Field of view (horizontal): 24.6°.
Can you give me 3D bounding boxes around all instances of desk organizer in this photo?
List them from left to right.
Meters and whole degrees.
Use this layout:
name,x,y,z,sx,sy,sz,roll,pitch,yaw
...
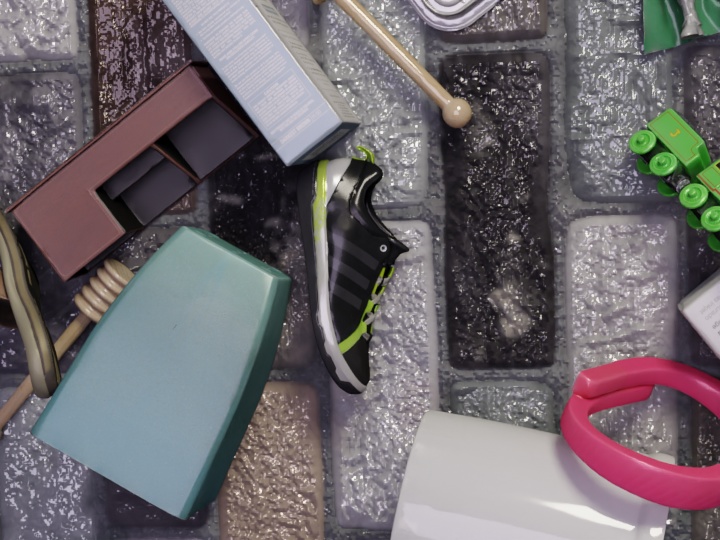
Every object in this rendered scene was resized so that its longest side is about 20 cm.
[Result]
name,x,y,z,sx,sy,sz,roll,pitch,yaw
desk organizer,-0.187,-0.082,1.369,0.200,0.072,0.077,-38,91,9

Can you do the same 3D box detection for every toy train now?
name,x,y,z,sx,sy,sz,roll,pitch,yaw
toy train,0.277,-0.053,1.269,0.056,0.042,0.200,-35,51,-1

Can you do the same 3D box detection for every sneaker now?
name,x,y,z,sx,sy,sz,roll,pitch,yaw
sneaker,0.000,0.000,1.348,0.082,0.072,0.201,-8,93,7

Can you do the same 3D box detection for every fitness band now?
name,x,y,z,sx,sy,sz,roll,pitch,yaw
fitness band,0.238,0.124,1.265,0.143,0.199,0.038,40,120,32

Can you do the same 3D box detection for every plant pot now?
name,x,y,z,sx,sy,sz,roll,pitch,yaw
plant pot,-0.144,0.073,1.345,0.141,0.141,0.201,29,91,5

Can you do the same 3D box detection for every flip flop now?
name,x,y,z,sx,sy,sz,roll,pitch,yaw
flip flop,-0.292,0.022,1.352,0.057,0.081,0.201,-20,61,-6

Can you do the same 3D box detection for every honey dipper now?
name,x,y,z,sx,sy,sz,roll,pitch,yaw
honey dipper,-0.262,0.076,1.410,0.038,0.038,0.200,40,101,4
honey dipper,0.017,-0.192,1.345,0.200,0.038,0.038,44,98,0

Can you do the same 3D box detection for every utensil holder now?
name,x,y,z,sx,sy,sz,roll,pitch,yaw
utensil holder,0.132,0.208,1.296,0.199,0.170,0.171,11,95,9

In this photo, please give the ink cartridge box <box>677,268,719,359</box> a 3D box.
name,x,y,z,sx,sy,sz,roll,pitch,yaw
ink cartridge box,0.368,0.060,1.292,0.145,0.084,0.200,-40,88,9

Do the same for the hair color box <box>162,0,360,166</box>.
name,x,y,z,sx,sy,sz,roll,pitch,yaw
hair color box,-0.088,-0.181,1.333,0.061,0.099,0.200,-37,88,10

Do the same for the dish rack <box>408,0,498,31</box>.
name,x,y,z,sx,sy,sz,roll,pitch,yaw
dish rack,0.092,-0.312,1.328,0.200,0.044,0.172,-37,87,8

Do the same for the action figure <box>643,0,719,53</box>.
name,x,y,z,sx,sy,sz,roll,pitch,yaw
action figure,0.254,-0.285,1.303,0.117,0.055,0.201,-16,88,12
